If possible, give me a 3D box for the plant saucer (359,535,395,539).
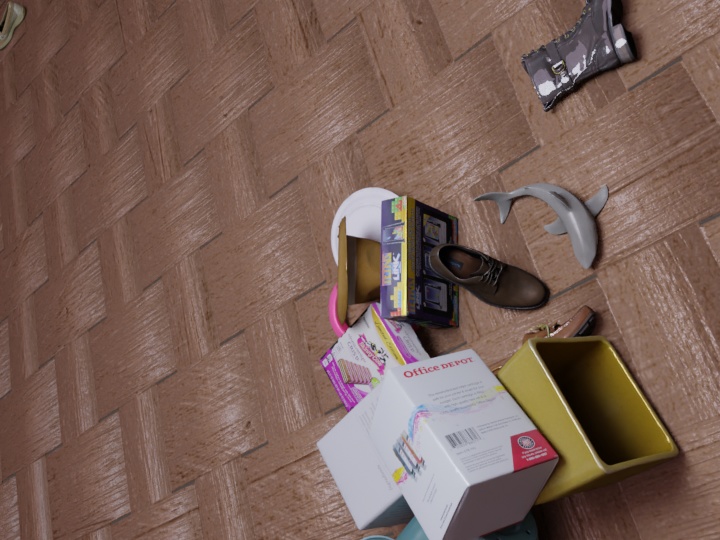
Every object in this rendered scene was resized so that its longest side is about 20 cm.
[{"bbox_3d":[0.045,0.554,1.240,0.200,0.036,0.200,-11,73,37],"label":"plant saucer"}]

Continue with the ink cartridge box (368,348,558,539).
[{"bbox_3d":[0.126,0.230,0.967,0.200,0.145,0.145,55,143,41],"label":"ink cartridge box"}]

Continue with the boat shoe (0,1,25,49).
[{"bbox_3d":[-1.286,-0.885,2.638,0.201,0.063,0.073,-37,59,27],"label":"boat shoe"}]

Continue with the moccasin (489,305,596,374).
[{"bbox_3d":[0.275,0.120,1.126,0.201,0.074,0.078,-47,59,25],"label":"moccasin"}]

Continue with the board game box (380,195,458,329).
[{"bbox_3d":[0.102,-0.008,1.235,0.057,0.165,0.200,-9,74,38],"label":"board game box"}]

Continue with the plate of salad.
[{"bbox_3d":[0.031,-0.055,1.370,0.200,0.048,0.200,5,99,34],"label":"plate of salad"}]

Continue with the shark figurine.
[{"bbox_3d":[0.294,-0.109,1.152,0.214,0.089,0.128,35,101,37],"label":"shark figurine"}]

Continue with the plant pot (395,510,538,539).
[{"bbox_3d":[0.161,0.399,1.049,0.201,0.200,0.161,45,124,36],"label":"plant pot"}]

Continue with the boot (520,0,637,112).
[{"bbox_3d":[0.339,-0.379,1.186,0.174,0.069,0.200,-21,69,34],"label":"boot"}]

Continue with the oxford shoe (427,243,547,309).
[{"bbox_3d":[0.203,0.012,1.156,0.200,0.084,0.073,19,84,3],"label":"oxford shoe"}]

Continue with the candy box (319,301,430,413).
[{"bbox_3d":[0.022,0.160,1.280,0.136,0.061,0.200,59,135,20],"label":"candy box"}]

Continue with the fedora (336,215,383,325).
[{"bbox_3d":[0.000,0.000,1.246,0.082,0.201,0.201,1,78,-2],"label":"fedora"}]

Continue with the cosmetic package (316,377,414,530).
[{"bbox_3d":[0.074,0.292,1.189,0.200,0.167,0.166,-46,55,21],"label":"cosmetic package"}]

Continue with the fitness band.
[{"bbox_3d":[0.023,0.069,1.342,0.200,0.037,0.144,-8,91,36],"label":"fitness band"}]

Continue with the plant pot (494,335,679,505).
[{"bbox_3d":[0.274,0.228,1.031,0.200,0.195,0.194,-48,54,35],"label":"plant pot"}]
